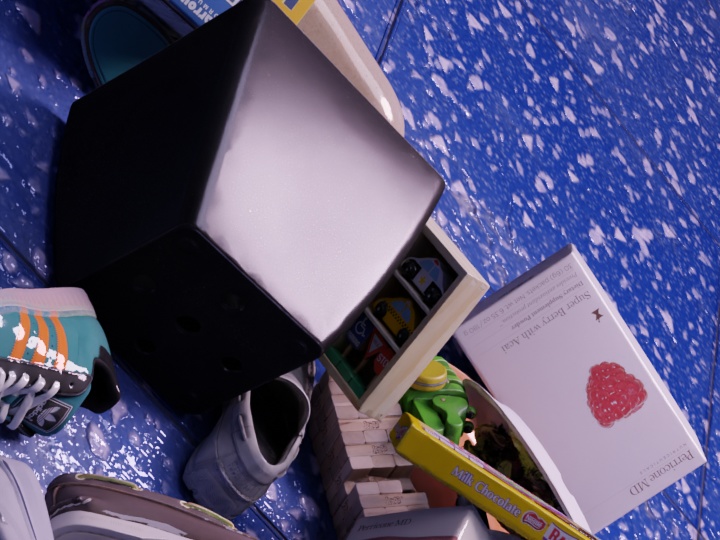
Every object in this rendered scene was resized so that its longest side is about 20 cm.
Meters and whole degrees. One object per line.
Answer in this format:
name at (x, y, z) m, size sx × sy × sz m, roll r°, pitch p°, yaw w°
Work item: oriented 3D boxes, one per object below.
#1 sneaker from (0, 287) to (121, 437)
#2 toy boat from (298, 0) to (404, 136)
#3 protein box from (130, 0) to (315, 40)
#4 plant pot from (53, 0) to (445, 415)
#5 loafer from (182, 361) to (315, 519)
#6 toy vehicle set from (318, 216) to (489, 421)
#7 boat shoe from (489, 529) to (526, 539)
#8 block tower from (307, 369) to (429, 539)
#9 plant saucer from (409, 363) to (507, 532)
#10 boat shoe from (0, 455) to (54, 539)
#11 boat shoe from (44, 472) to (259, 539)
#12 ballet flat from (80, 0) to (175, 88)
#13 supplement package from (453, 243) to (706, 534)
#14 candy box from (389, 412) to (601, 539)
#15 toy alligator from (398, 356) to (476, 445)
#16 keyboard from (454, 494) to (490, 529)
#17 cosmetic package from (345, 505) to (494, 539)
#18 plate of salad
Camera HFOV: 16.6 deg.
sneaker at (-0.206, 0.060, 1.477) m, size 0.080 × 0.071 × 0.200 m, roll 58°, pitch 25°, yaw 10°
toy boat at (-0.055, -0.139, 1.916) m, size 0.201 × 0.130 × 0.131 m, roll 58°, pitch -6°, yaw -10°
protein box at (-0.102, -0.272, 1.777) m, size 0.135 × 0.199 × 0.200 m, roll 40°, pitch -5°, yaw -31°
plant pot at (-0.091, -0.024, 1.648) m, size 0.200 × 0.199 × 0.178 m, roll 44°, pitch 42°, yaw -26°
loafer at (-0.061, 0.098, 1.684) m, size 0.070 × 0.070 × 0.200 m, roll 49°, pitch 28°, yaw -16°
toy vehicle set at (0.000, 0.000, 1.755) m, size 0.026 × 0.124 × 0.200 m, roll 27°, pitch 16°, yaw -42°
boat shoe at (0.131, 0.259, 1.717) m, size 0.200 × 0.071 × 0.091 m, roll 46°, pitch 65°, yaw -45°
block tower at (0.011, 0.161, 1.738) m, size 0.057 × 0.054 × 0.201 m, roll -1°, pitch 58°, yaw -24°
plant saucer at (0.073, 0.161, 1.883) m, size 0.200 × 0.037 × 0.201 m, roll 41°, pitch 32°, yaw -32°
boat shoe at (-0.199, 0.191, 1.366) m, size 0.065 × 0.074 × 0.201 m, roll 14°, pitch 40°, yaw -48°
boat shoe at (-0.101, 0.175, 1.495) m, size 0.199 × 0.072 × 0.060 m, roll 19°, pitch 33°, yaw -18°
ballet flat at (-0.139, -0.124, 1.806) m, size 0.200 × 0.069 × 0.071 m, roll 50°, pitch 9°, yaw -24°
supplement package at (0.177, 0.095, 2.001) m, size 0.201 × 0.121 × 0.120 m, roll 57°, pitch 5°, yaw -1°
candy box at (0.108, 0.159, 1.623) m, size 0.199 × 0.026 × 0.102 m, roll 33°, pitch -2°, yaw -2°
toy alligator at (0.057, 0.099, 1.765) m, size 0.054 × 0.060 × 0.200 m, roll -3°, pitch 28°, yaw -22°
keyboard at (0.080, 0.240, 1.752) m, size 0.104 × 0.039 × 0.201 m, roll -85°, pitch 163°, yaw -53°
cosmetic package at (0.015, 0.248, 1.554) m, size 0.088 × 0.103 × 0.200 m, roll 60°, pitch 38°, yaw -23°
plate of salad at (0.119, 0.171, 1.797) m, size 0.201 × 0.048 × 0.200 m, roll 59°, pitch -9°, yaw 15°
